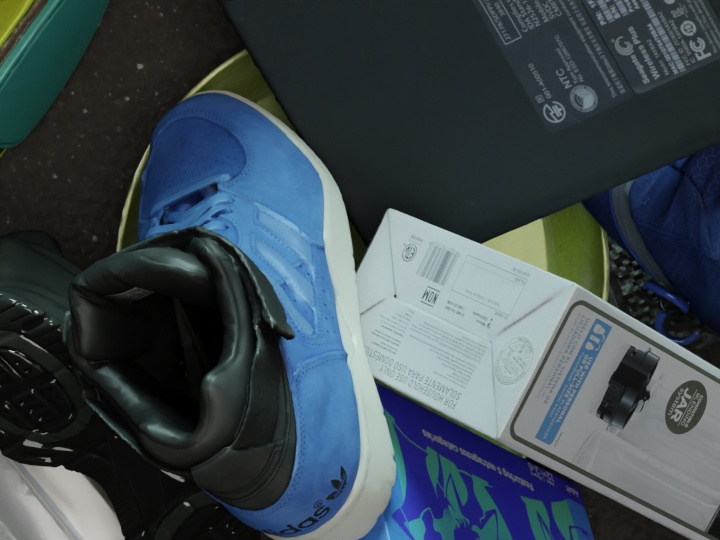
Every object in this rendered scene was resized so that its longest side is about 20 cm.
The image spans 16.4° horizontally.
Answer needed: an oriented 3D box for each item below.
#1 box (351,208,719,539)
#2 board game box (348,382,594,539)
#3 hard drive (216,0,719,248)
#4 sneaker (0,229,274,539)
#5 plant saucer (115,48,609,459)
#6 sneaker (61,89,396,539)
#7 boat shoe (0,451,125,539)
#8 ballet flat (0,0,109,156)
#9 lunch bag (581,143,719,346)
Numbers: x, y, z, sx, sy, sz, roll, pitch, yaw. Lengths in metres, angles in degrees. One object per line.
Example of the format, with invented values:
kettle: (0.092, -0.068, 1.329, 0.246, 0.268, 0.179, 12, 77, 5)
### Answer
box: (0.096, 0.054, 0.939, 0.199, 0.116, 0.060, 28, 88, -39)
board game box: (0.046, 0.151, 0.906, 0.045, 0.201, 0.152, -32, 142, 26)
hard drive: (0.057, -0.090, 0.911, 0.199, 0.033, 0.140, -23, 107, 31)
sneaker: (-0.074, 0.058, 0.939, 0.076, 0.091, 0.200, -33, 114, 22)
plant saucer: (0.000, 0.000, 1.004, 0.199, 0.031, 0.202, -1, 93, -10)
sneaker: (-0.057, -0.002, 0.881, 0.077, 0.111, 0.201, -31, 53, 21)
boat shoe: (-0.103, 0.127, 0.978, 0.068, 0.072, 0.200, -33, 104, 14)
ballet flat: (-0.163, -0.053, 0.962, 0.067, 0.067, 0.201, 26, 90, 12)
lunch bag: (0.184, -0.049, 0.981, 0.136, 0.132, 0.200, 42, 87, -29)
